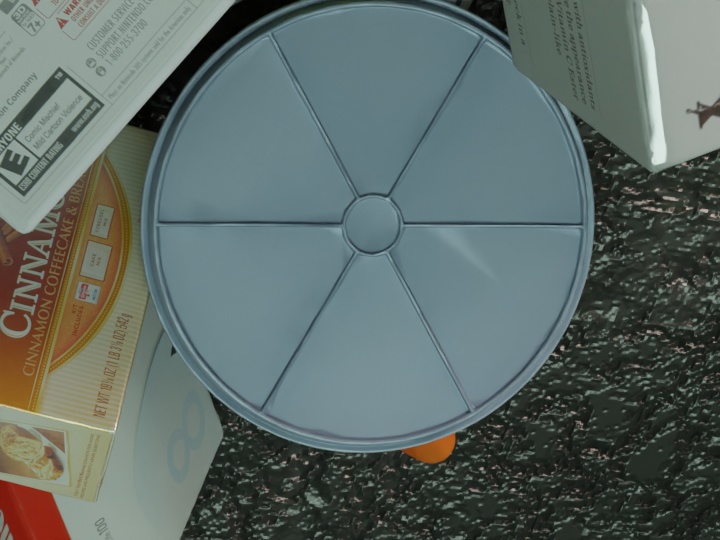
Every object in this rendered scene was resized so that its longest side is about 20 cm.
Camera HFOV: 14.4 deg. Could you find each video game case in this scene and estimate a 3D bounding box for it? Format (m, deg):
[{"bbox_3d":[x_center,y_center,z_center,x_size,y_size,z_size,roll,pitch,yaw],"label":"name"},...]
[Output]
[{"bbox_3d":[-0.134,-0.141,1.071,0.182,0.022,0.200,40,110,-11],"label":"video game case"}]

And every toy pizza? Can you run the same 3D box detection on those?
[{"bbox_3d":[0.003,-0.021,1.231,0.199,0.032,0.202,-1,98,-10],"label":"toy pizza"}]

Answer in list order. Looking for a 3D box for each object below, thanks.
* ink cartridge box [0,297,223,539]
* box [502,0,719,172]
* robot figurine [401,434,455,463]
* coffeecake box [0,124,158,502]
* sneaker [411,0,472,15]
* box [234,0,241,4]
[{"bbox_3d":[-0.130,0.091,1.328,0.047,0.201,0.161,1,134,18],"label":"ink cartridge box"},{"bbox_3d":[0.158,-0.177,1.134,0.199,0.131,0.200,-21,121,-16],"label":"box"},{"bbox_3d":[0.001,-0.001,1.326,0.143,0.117,0.200,-20,129,12],"label":"robot figurine"},{"bbox_3d":[-0.191,-0.003,1.237,0.199,0.154,0.073,14,148,-5],"label":"coffeecake box"},{"bbox_3d":[0.071,-0.173,1.218,0.070,0.073,0.201,14,126,-15],"label":"sneaker"},{"bbox_3d":[-0.105,-0.157,1.222,0.199,0.048,0.122,-28,126,15],"label":"box"}]
